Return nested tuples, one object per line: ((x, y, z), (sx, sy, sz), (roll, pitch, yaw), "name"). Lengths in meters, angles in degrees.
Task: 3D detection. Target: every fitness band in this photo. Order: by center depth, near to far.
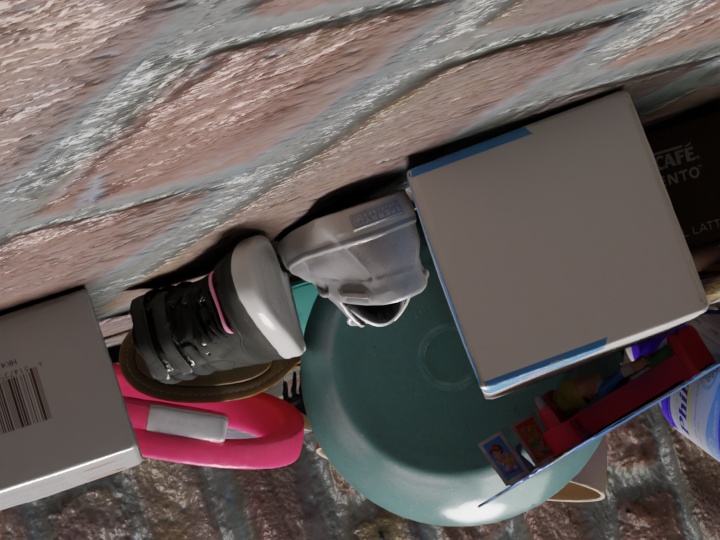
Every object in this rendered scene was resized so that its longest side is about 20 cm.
((-0.137, 0.095, 1.608), (0.200, 0.038, 0.144), (11, -174, 1), "fitness band")

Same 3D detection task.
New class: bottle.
((0.225, 0.068, 1.514), (0.065, 0.084, 0.200), (2, -166, -17), "bottle")

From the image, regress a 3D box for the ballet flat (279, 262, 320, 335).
((0.000, 0.000, 1.534), (0.200, 0.068, 0.062), (-14, -158, -4), "ballet flat")

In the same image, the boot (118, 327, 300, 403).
((-0.085, 0.051, 1.635), (0.200, 0.074, 0.155), (-13, 177, -22), "boot")

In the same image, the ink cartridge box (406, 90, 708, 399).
((0.106, -0.008, 1.337), (0.128, 0.125, 0.200), (-20, 175, 1), "ink cartridge box")

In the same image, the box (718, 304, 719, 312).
((0.310, -0.051, 1.450), (0.159, 0.046, 0.200), (-8, 131, -59), "box")

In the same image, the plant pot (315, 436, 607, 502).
((0.079, 0.075, 1.645), (0.200, 0.135, 0.200), (10, 169, 2), "plant pot")

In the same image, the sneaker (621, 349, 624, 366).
((0.124, 0.011, 1.558), (0.091, 0.076, 0.200), (-7, -152, 4), "sneaker")

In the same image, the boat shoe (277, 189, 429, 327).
((0.003, -0.001, 1.378), (0.072, 0.069, 0.200), (-18, 178, -16), "boat shoe")

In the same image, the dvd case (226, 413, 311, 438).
((-0.150, 0.108, 1.820), (0.200, 0.016, 0.149), (11, 166, -15), "dvd case")

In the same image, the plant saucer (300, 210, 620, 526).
((0.058, 0.054, 1.458), (0.200, 0.200, 0.036), (-18, 168, 6), "plant saucer")

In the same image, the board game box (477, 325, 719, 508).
((0.145, 0.068, 1.367), (0.200, 0.039, 0.158), (-28, 173, -26), "board game box")

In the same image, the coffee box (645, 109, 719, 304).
((0.223, -0.036, 1.534), (0.114, 0.080, 0.200), (-17, 166, 19), "coffee box")

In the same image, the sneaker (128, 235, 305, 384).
((-0.088, 0.030, 1.400), (0.099, 0.071, 0.200), (-15, 173, 0), "sneaker")

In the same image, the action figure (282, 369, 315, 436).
((0.011, 0.052, 1.820), (0.119, 0.102, 0.200), (-6, 158, -33), "action figure")

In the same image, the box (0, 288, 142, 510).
((-0.203, 0.084, 1.426), (0.124, 0.098, 0.200), (-18, 174, -7), "box")

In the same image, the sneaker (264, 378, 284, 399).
((-0.118, 0.087, 1.893), (0.082, 0.074, 0.200), (-11, 170, 11), "sneaker")
